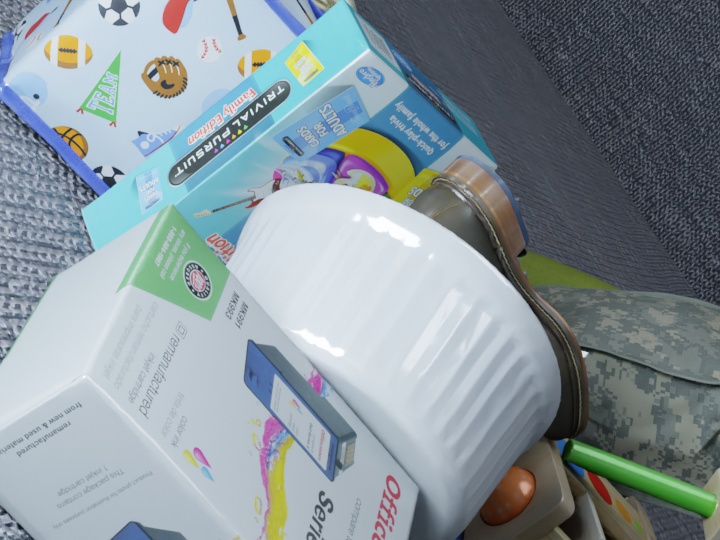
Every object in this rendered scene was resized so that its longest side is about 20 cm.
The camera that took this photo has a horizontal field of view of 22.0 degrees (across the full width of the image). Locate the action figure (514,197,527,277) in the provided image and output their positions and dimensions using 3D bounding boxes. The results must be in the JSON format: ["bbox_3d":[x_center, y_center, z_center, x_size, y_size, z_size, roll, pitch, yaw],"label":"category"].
[{"bbox_3d":[0.042,0.034,1.159,0.069,0.201,0.130,31,-9,34],"label":"action figure"}]

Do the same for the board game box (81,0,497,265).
[{"bbox_3d":[-0.039,-0.048,1.090,0.151,0.199,0.047,35,22,-49],"label":"board game box"}]

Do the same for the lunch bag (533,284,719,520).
[{"bbox_3d":[0.184,0.081,1.305,0.198,0.119,0.164,16,19,7],"label":"lunch bag"}]

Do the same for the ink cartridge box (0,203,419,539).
[{"bbox_3d":[-0.071,0.094,0.850,0.200,0.087,0.146,52,28,-19],"label":"ink cartridge box"}]

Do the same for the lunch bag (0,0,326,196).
[{"bbox_3d":[-0.095,-0.111,1.126,0.200,0.170,0.124,45,15,-23],"label":"lunch bag"}]

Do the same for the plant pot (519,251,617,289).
[{"bbox_3d":[0.185,0.085,1.559,0.200,0.188,0.187,41,12,12],"label":"plant pot"}]

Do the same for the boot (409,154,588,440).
[{"bbox_3d":[0.064,0.041,1.073,0.074,0.097,0.201,17,-40,52],"label":"boot"}]

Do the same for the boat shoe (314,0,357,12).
[{"bbox_3d":[-0.094,-0.214,1.427,0.199,0.073,0.063,12,41,-25],"label":"boat shoe"}]

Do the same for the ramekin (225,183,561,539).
[{"bbox_3d":[-0.002,0.060,0.983,0.201,0.200,0.098,49,55,-19],"label":"ramekin"}]

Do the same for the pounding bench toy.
[{"bbox_3d":[0.131,0.155,1.164,0.156,0.199,0.125,46,17,-27],"label":"pounding bench toy"}]
